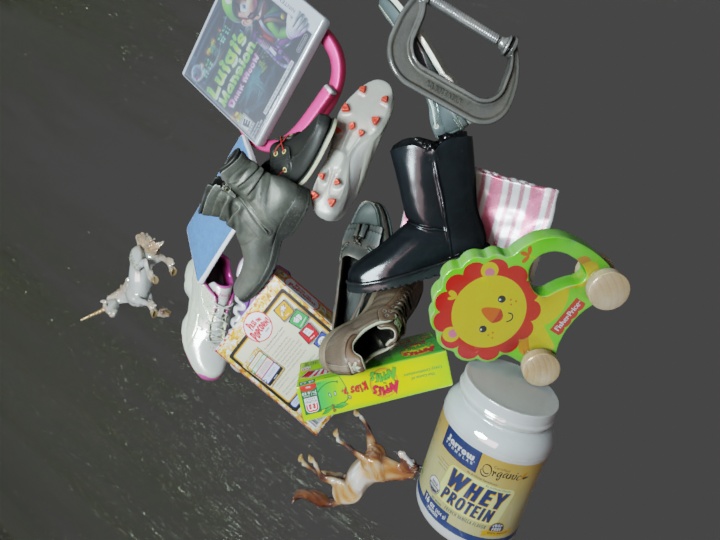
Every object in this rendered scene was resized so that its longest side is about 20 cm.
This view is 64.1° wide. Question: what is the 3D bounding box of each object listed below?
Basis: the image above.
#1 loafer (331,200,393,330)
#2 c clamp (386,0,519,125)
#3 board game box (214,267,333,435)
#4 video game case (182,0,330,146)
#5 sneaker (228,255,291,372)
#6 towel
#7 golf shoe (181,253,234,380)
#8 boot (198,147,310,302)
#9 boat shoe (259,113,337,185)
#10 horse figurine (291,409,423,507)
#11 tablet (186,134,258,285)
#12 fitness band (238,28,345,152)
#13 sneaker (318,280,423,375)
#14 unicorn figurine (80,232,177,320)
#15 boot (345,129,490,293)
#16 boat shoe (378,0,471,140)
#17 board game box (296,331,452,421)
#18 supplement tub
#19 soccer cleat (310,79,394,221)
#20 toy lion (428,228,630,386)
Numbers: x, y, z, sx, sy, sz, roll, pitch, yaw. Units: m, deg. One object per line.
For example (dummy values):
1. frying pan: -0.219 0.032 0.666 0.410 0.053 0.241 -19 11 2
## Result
1. loafer: 0.000 0.000 0.791 0.070 0.062 0.206 3 83 30
2. c clamp: 0.116 -0.279 0.686 0.197 0.027 0.174 31 81 -11
3. board game box: -0.092 0.120 0.851 0.199 0.046 0.152 41 103 -6
4. video game case: -0.156 -0.317 0.825 0.181 0.023 0.202 43 114 16
5. sneaker: -0.155 0.074 0.905 0.086 0.081 0.206 13 108 5
6. towel: 0.146 -0.059 0.759 0.196 0.030 0.150 19 108 21
7. golf shoe: -0.235 0.067 0.903 0.091 0.074 0.206 -21 72 48
8. boot: -0.164 -0.061 0.784 0.128 0.068 0.202 24 116 -21
9. boat shoe: -0.099 -0.152 0.801 0.062 0.075 0.200 32 142 -20
10. horse figurine: -0.016 0.307 0.885 0.133 0.050 0.200 45 107 -7
11. tablet: -0.208 -0.091 0.868 0.201 0.013 0.132 -50 46 27
12. fitness band: -0.107 -0.266 0.837 0.144 0.037 0.200 49 114 10
13. sneaker: 0.035 0.070 0.745 0.074 0.199 0.072 6 129 46
14. unicorn figurine: -0.392 0.028 1.015 0.135 0.073 0.204 26 96 28
15. boot: 0.059 -0.074 0.722 0.195 0.076 0.173 -14 98 5
16. boat shoe: 0.072 -0.260 0.734 0.061 0.073 0.203 -33 90 22
17. board game box: 0.016 0.138 0.772 0.194 0.102 0.049 -14 99 -1
18. supplement tub: 0.161 0.231 0.736 0.142 0.144 0.205 22 112 20
19. soccer cleat: -0.011 -0.164 0.797 0.068 0.077 0.204 26 90 16
20. toy lion: 0.187 0.034 0.695 0.189 0.069 0.202 31 112 -11
